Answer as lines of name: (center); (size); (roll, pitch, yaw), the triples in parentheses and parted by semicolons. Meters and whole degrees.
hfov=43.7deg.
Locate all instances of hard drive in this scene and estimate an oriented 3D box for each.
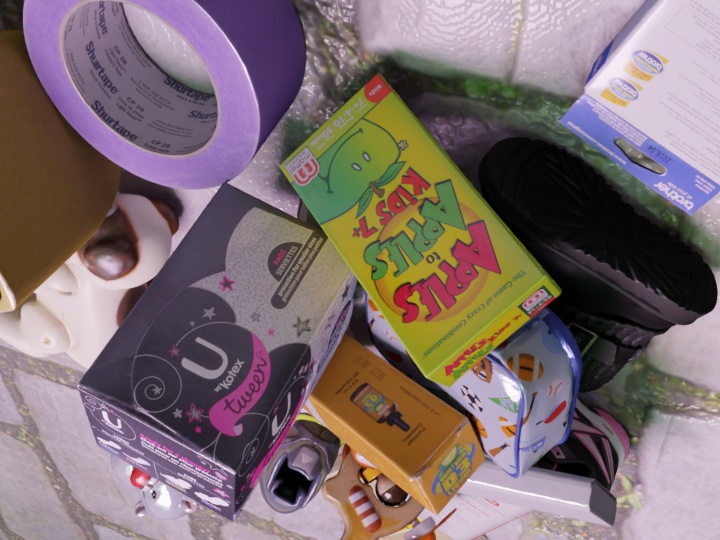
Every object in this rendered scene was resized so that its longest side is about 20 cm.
hard drive: (0.111, 0.181, 0.774); (0.198, 0.027, 0.132); (6, 162, 26)

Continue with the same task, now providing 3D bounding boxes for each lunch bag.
lunch bag: (0.079, 0.058, 0.703); (0.200, 0.075, 0.161); (43, 157, 34)

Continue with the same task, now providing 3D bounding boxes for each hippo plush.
hippo plush: (-0.232, 0.219, 1.082); (0.158, 0.162, 0.201); (-11, 126, 38)

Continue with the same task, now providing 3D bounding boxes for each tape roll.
tape roll: (-0.148, -0.166, 0.685); (0.198, 0.085, 0.201); (16, 139, 14)

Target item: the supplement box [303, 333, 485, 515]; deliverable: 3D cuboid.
supplement box: (0.007, 0.112, 0.740); (0.199, 0.066, 0.069); (31, 157, 44)

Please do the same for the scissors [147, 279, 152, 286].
scissors: (-0.189, -0.005, 0.935); (0.073, 0.014, 0.201); (27, 142, 5)

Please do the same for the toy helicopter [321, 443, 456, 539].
toy helicopter: (0.013, 0.256, 0.881); (0.131, 0.201, 0.079); (30, 157, 3)

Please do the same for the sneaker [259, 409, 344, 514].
sneaker: (-0.068, 0.197, 0.878); (0.073, 0.081, 0.201); (26, 141, 3)

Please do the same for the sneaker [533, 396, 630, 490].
sneaker: (0.166, 0.142, 0.824); (0.199, 0.087, 0.080); (36, 139, -7)

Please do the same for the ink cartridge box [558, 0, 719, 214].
ink cartridge box: (0.223, -0.130, 0.540); (0.119, 0.042, 0.200); (32, 138, -4)

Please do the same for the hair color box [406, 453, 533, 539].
hair color box: (0.128, 0.214, 0.944); (0.101, 0.062, 0.200); (35, 141, -7)

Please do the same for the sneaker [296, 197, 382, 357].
sneaker: (0.000, 0.000, 0.801); (0.081, 0.075, 0.201); (-9, 135, 17)

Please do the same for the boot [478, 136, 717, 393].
boot: (0.148, 0.007, 0.698); (0.210, 0.080, 0.158); (36, 142, -6)

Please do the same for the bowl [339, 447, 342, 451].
bowl: (-0.090, 0.101, 0.927); (0.199, 0.095, 0.202); (17, 139, 15)

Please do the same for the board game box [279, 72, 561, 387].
board game box: (0.036, -0.032, 0.626); (0.201, 0.101, 0.048); (55, -169, 27)

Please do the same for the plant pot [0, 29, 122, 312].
plant pot: (-0.317, -0.097, 0.753); (0.192, 0.200, 0.197); (-3, 117, 33)

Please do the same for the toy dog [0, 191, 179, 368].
toy dog: (-0.259, 0.005, 0.883); (0.194, 0.139, 0.200); (45, 130, 8)

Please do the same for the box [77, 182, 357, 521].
box: (-0.098, 0.059, 0.680); (0.131, 0.201, 0.115); (26, 150, 8)

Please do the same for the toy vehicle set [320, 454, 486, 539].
toy vehicle set: (0.044, 0.295, 1.106); (0.200, 0.027, 0.124); (42, 139, -15)

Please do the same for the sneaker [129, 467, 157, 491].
sneaker: (-0.239, 0.142, 0.970); (0.084, 0.202, 0.077); (19, 137, -27)
